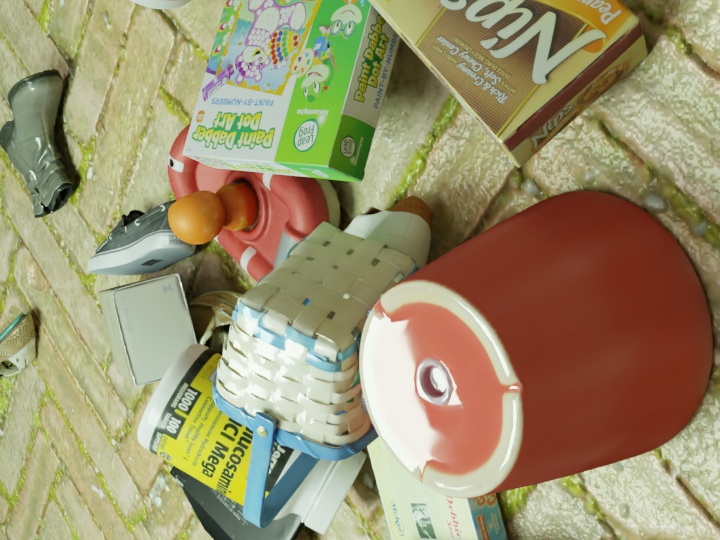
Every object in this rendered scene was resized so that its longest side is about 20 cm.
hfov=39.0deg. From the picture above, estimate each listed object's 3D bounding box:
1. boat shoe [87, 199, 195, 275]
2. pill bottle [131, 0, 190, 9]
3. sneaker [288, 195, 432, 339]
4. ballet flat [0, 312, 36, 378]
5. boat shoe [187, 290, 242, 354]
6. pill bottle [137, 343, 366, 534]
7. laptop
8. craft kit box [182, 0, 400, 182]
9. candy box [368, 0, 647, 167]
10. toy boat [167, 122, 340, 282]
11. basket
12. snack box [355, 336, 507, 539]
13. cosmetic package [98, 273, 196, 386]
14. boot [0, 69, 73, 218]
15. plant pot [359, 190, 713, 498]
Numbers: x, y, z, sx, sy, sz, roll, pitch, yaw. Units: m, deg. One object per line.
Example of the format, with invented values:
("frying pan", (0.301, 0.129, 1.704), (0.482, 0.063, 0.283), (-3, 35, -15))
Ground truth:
("boat shoe", (-0.252, -0.038, 1.158), (0.199, 0.070, 0.067), (-17, 72, 52))
("pill bottle", (-0.167, -0.348, 0.928), (0.111, 0.110, 0.200), (58, 137, 18))
("sneaker", (0.000, 0.000, 0.883), (0.073, 0.085, 0.200), (36, 142, -19))
("ballet flat", (-0.518, 0.118, 1.516), (0.065, 0.071, 0.200), (48, 143, -11))
("boat shoe", (-0.135, 0.066, 1.045), (0.199, 0.076, 0.072), (9, 108, 47))
("pill bottle", (-0.100, 0.163, 0.964), (0.199, 0.113, 0.113), (28, 127, 4))
("laptop", (-0.110, 0.260, 1.129), (0.187, 0.116, 0.201), (35, 97, 36))
("craft kit box", (-0.053, -0.178, 0.843), (0.199, 0.048, 0.199), (10, 86, 46))
("candy box", (0.086, -0.184, 0.697), (0.115, 0.055, 0.200), (-41, 67, 9))
("toy boat", (-0.122, -0.060, 0.950), (0.200, 0.130, 0.131), (42, 129, 32))
("basket", (-0.032, 0.083, 0.782), (0.138, 0.176, 0.201), (26, 134, 15))
("snack box", (0.053, 0.147, 0.888), (0.116, 0.037, 0.202), (-14, 91, 51))
("cosmetic package", (-0.233, 0.062, 1.107), (0.200, 0.073, 0.104), (172, 84, -72))
("boot", (-0.395, -0.156, 1.290), (0.131, 0.067, 0.200), (61, 145, 9))
("plant pot", (0.108, 0.057, 0.693), (0.200, 0.177, 0.202), (17, 114, 45))
